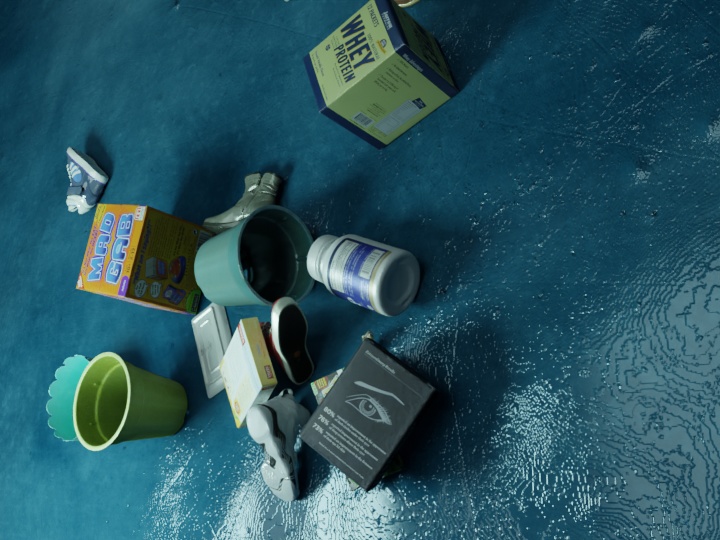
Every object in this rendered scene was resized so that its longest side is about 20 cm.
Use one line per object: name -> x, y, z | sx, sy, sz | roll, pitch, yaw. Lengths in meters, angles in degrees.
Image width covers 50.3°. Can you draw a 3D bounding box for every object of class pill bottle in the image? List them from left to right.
pill bottle -> 0.000, 0.000, 1.403 | 0.198, 0.119, 0.121 | 20, 89, 41

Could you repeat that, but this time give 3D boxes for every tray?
tray -> -0.324, 0.166, 1.680 | 0.107, 0.022, 0.202 | -36, 57, 27

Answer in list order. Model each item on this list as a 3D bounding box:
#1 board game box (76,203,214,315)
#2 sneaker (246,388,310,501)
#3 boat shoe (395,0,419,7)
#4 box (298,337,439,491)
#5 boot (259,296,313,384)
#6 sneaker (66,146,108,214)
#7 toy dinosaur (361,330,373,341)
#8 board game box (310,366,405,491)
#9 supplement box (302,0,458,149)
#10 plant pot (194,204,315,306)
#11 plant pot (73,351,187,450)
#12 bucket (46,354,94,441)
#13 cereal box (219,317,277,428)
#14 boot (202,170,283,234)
board game box -> -0.488, -0.025, 1.750 | 0.198, 0.199, 0.203 | 6, 80, 39
sneaker -> -0.138, 0.326, 1.452 | 0.074, 0.115, 0.203 | -7, 106, 37
boat shoe -> 0.107, -0.575, 1.519 | 0.198, 0.067, 0.073 | 6, 81, 40
box -> 0.018, 0.237, 1.275 | 0.147, 0.104, 0.201 | 36, 87, 14
boot -> -0.164, 0.110, 1.470 | 0.072, 0.202, 0.144 | -31, 47, -26
sneaker -> -0.793, -0.243, 2.141 | 0.199, 0.080, 0.147 | 39, 98, 34
toy dinosaur -> -0.007, 0.210, 1.399 | 0.088, 0.047, 0.201 | 45, 111, 41
board game box -> -0.006, 0.270, 1.345 | 0.104, 0.023, 0.202 | -26, 76, 11
supplement box -> 0.039, -0.363, 1.425 | 0.199, 0.199, 0.136 | -32, 60, 26
plant pot -> -0.224, -0.013, 1.552 | 0.194, 0.199, 0.203 | -11, 70, 44
plant pot -> -0.482, 0.291, 1.661 | 0.198, 0.189, 0.203 | -13, 69, 36
bucket -> -0.626, 0.305, 1.809 | 0.205, 0.134, 0.211 | -12, 71, 35
cereal box -> -0.224, 0.204, 1.513 | 0.201, 0.039, 0.145 | -56, 48, 50
boot -> -0.256, -0.147, 1.698 | 0.197, 0.068, 0.133 | -4, 70, 30
